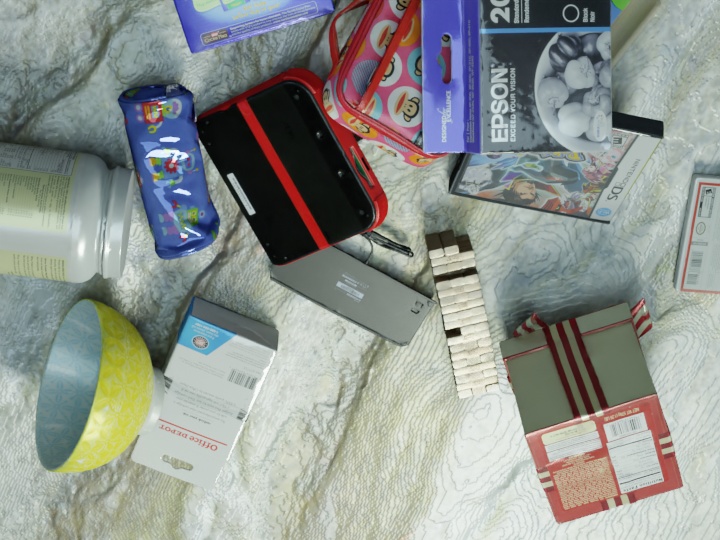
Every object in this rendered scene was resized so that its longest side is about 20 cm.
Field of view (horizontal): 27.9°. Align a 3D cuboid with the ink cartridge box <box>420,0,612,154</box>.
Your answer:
[{"bbox_3d":[0.162,-0.221,1.502,0.197,0.043,0.201,-2,96,-6],"label":"ink cartridge box"}]

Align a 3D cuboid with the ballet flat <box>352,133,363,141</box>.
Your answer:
[{"bbox_3d":[0.021,-0.185,1.637,0.199,0.046,0.068,-29,99,2],"label":"ballet flat"}]

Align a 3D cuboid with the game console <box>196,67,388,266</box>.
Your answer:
[{"bbox_3d":[-0.076,-0.114,1.624,0.176,0.031,0.201,-20,107,36],"label":"game console"}]

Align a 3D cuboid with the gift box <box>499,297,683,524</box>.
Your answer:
[{"bbox_3d":[0.271,0.147,1.689,0.182,0.188,0.201,-14,126,4],"label":"gift box"}]

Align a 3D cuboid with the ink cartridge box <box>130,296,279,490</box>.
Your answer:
[{"bbox_3d":[-0.187,0.148,1.731,0.115,0.068,0.202,22,107,-10],"label":"ink cartridge box"}]

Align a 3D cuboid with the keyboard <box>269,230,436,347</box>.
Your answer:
[{"bbox_3d":[0.000,0.000,1.713,0.199,0.021,0.128,28,112,-13],"label":"keyboard"}]

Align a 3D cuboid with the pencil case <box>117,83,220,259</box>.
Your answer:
[{"bbox_3d":[-0.211,-0.115,1.629,0.086,0.078,0.202,-15,111,-12],"label":"pencil case"}]

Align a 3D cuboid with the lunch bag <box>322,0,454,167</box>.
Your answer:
[{"bbox_3d":[0.049,-0.232,1.562,0.175,0.082,0.202,28,76,-12],"label":"lunch bag"}]

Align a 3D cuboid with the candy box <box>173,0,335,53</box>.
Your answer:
[{"bbox_3d":[-0.131,-0.356,1.545,0.167,0.077,0.202,-15,111,4],"label":"candy box"}]

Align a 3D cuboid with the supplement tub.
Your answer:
[{"bbox_3d":[-0.356,-0.064,1.603,0.198,0.145,0.147,7,110,-6],"label":"supplement tub"}]

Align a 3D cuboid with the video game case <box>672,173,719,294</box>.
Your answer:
[{"bbox_3d":[0.481,-0.037,1.725,0.197,0.017,0.145,4,110,-4],"label":"video game case"}]

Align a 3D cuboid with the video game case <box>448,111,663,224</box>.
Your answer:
[{"bbox_3d":[0.214,-0.124,1.618,0.198,0.026,0.181,10,149,-7],"label":"video game case"}]

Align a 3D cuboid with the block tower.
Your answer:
[{"bbox_3d":[0.123,0.055,1.720,0.053,0.058,0.202,-12,112,3],"label":"block tower"}]

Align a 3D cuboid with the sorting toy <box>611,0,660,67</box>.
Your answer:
[{"bbox_3d":[0.216,-0.300,1.563,0.200,0.036,0.186,44,74,-15],"label":"sorting toy"}]

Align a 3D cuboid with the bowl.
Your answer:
[{"bbox_3d":[-0.290,0.141,1.671,0.107,0.200,0.202,15,110,-29],"label":"bowl"}]
